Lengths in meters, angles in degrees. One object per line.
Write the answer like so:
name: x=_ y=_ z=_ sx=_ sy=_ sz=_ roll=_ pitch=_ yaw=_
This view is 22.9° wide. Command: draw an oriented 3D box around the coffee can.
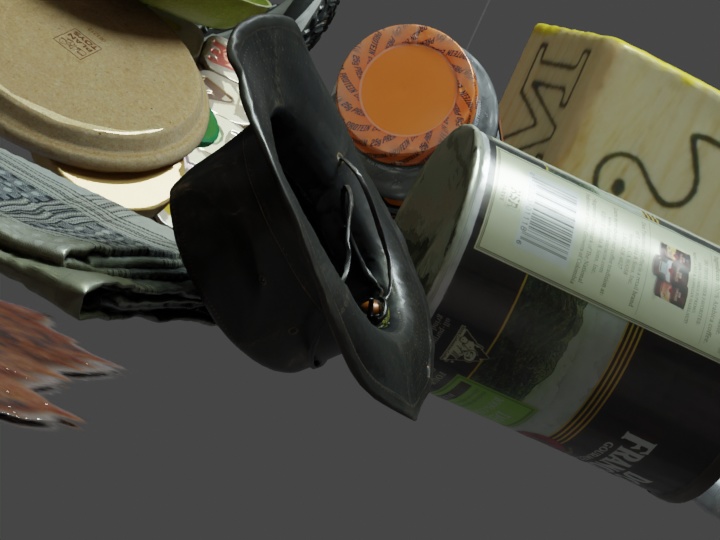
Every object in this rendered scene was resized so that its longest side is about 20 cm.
coffee can: x=0.117 y=0.025 z=1.000 sx=0.198 sy=0.148 sz=0.146 roll=24 pitch=5 yaw=-12

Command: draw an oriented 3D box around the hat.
hat: x=-0.037 y=-0.014 z=0.827 sx=0.202 sy=0.080 sz=0.201 roll=-90 pitch=154 yaw=-52

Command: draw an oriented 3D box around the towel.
towel: x=-0.161 y=-0.030 z=0.830 sx=0.199 sy=0.035 sz=0.192 roll=28 pitch=5 yaw=16

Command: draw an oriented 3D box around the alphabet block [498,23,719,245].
alphabet block: x=0.203 y=-0.062 z=1.412 sx=0.194 sy=0.202 sz=0.196 roll=23 pitch=5 yaw=-19

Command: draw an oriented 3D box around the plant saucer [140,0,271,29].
plant saucer: x=-0.155 y=-0.209 z=1.195 sx=0.199 sy=0.031 sz=0.200 roll=27 pitch=11 yaw=-5

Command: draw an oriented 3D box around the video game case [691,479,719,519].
video game case: x=0.263 y=0.151 z=1.155 sx=0.181 sy=0.024 sz=0.200 roll=25 pitch=4 yaw=-17

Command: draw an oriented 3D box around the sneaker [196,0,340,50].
sneaker: x=-0.097 y=-0.170 z=1.379 sx=0.080 sy=0.200 sz=0.074 roll=53 pitch=20 yaw=0

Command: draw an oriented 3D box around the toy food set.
toy food set: x=-0.181 y=-0.122 z=1.104 sx=0.199 sy=0.049 sz=0.199 roll=28 pitch=35 yaw=-4

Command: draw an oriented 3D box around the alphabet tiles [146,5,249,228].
alphabet tiles: x=-0.120 y=-0.097 z=1.178 sx=0.194 sy=0.015 sz=0.201 roll=25 pitch=42 yaw=-13

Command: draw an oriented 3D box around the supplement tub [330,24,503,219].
supplement tub: x=0.043 y=-0.089 z=1.277 sx=0.122 sy=0.123 sz=0.200 roll=27 pitch=-14 yaw=16
